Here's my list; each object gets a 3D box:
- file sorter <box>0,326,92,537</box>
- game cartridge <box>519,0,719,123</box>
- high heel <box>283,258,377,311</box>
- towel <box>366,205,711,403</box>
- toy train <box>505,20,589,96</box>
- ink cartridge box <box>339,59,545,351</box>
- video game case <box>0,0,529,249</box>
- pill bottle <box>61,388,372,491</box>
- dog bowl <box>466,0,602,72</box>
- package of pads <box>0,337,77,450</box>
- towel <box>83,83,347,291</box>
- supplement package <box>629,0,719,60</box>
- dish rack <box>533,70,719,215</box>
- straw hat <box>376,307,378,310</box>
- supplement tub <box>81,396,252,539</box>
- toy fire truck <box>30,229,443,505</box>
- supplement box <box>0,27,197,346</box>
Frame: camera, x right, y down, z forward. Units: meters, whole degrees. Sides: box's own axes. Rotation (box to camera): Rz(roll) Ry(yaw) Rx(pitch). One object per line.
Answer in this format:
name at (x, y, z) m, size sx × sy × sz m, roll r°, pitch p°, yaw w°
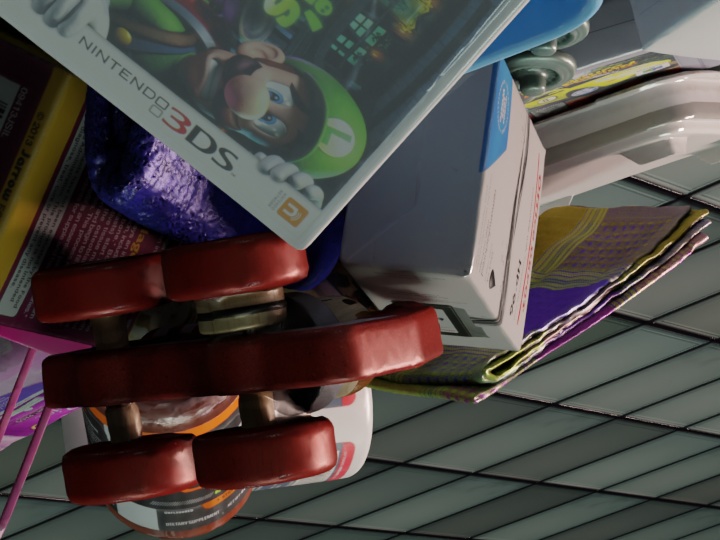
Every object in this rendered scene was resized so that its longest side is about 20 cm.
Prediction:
file sorter at (-0.264, 0.053, 1.306) m, size 0.200 × 0.126 × 0.139 m, roll 22°, pitch 179°, yaw -15°
game cartridge at (0.124, -0.117, 1.376) m, size 0.200 × 0.041 × 0.133 m, roll -17°, pitch 170°, yaw 12°
high heel at (0.000, 0.000, 1.369) m, size 0.142 × 0.072 × 0.200 m, roll -5°, pitch -164°, yaw -30°
towel at (0.090, 0.014, 1.422) m, size 0.200 × 0.023 × 0.143 m, roll -33°, pitch -158°, yaw -31°
toy train at (0.055, -0.145, 1.222) m, size 0.114 × 0.085 × 0.200 m, roll 1°, pitch 164°, yaw -2°
ink cartridge box at (0.049, -0.029, 1.281) m, size 0.068 × 0.116 × 0.200 m, roll 6°, pitch 167°, yaw 13°
video game case at (-0.040, -0.124, 1.032) m, size 0.200 × 0.182 × 0.023 m, roll -47°, pitch -172°, yaw 37°
pill bottle at (-0.103, 0.098, 1.761) m, size 0.199 × 0.120 × 0.120 m, roll -5°, pitch 160°, yaw -22°
dog bowl at (0.019, -0.118, 1.091) m, size 0.200 × 0.050 × 0.111 m, roll -18°, pitch 161°, yaw 30°
package of pads at (-0.216, 0.052, 1.610) m, size 0.200 × 0.076 × 0.120 m, roll -28°, pitch 156°, yaw 37°
towel at (-0.060, -0.080, 1.209) m, size 0.049 × 0.148 × 0.200 m, roll -6°, pitch 165°, yaw 27°
supplement package at (0.236, -0.186, 1.165) m, size 0.155 × 0.111 × 0.200 m, roll 2°, pitch 156°, yaw -40°
dish rack at (0.138, -0.068, 1.495) m, size 0.200 × 0.044 × 0.172 m, roll -18°, pitch 175°, yaw 27°
straw hat at (-0.041, 0.003, 1.554) m, size 0.085 × 0.201 × 0.201 m, roll 36°, pitch 145°, yaw -11°
supplement tub at (-0.116, 0.074, 1.500) m, size 0.107 × 0.107 × 0.200 m, roll -11°, pitch 148°, yaw -7°
toy fire truck at (-0.049, 0.038, 1.186) m, size 0.200 × 0.112 × 0.168 m, roll -9°, pitch -178°, yaw 37°
supplement box at (-0.146, -0.039, 1.260) m, size 0.103 × 0.131 × 0.200 m, roll 26°, pitch -176°, yaw 32°
